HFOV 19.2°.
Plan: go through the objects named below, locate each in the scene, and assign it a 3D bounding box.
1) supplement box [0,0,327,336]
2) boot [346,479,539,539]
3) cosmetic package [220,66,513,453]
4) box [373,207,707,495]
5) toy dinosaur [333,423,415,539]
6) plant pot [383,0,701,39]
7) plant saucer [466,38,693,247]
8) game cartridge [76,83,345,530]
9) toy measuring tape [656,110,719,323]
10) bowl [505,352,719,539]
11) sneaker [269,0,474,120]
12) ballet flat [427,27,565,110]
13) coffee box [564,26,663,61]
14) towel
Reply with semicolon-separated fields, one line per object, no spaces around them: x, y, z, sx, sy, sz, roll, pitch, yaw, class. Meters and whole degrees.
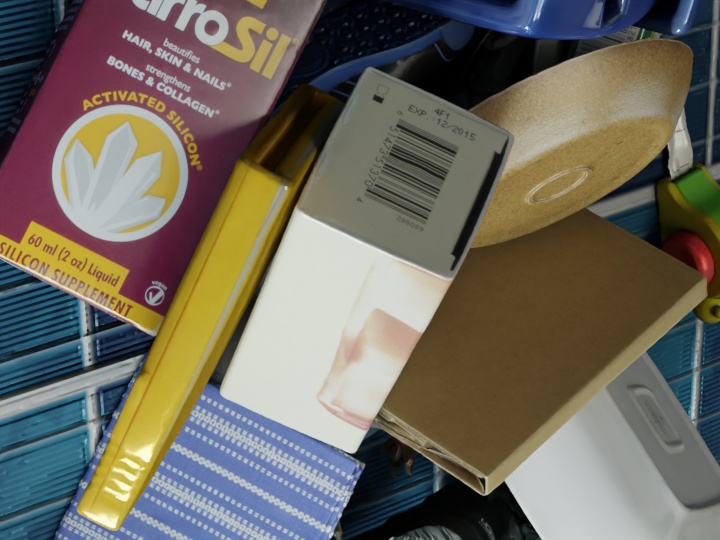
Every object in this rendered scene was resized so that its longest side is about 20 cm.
-0.109;-0.082;1.075;0.110;0.086;0.201;27;89;-13;supplement box
0.028;0.177;1.315;0.074;0.198;0.162;64;27;0;boot
0.000;0.000;1.114;0.200;0.087;0.104;117;-3;-58;cosmetic package
0.078;0.029;1.245;0.200;0.163;0.021;-38;143;-29;box
-0.042;0.094;1.266;0.181;0.105;0.201;7;67;-30;toy dinosaur
0.096;-0.233;1.150;0.179;0.200;0.201;0;107;-48;plant pot
0.105;-0.062;1.202;0.200;0.036;0.200;-24;165;-7;plant saucer
-0.074;0.013;1.076;0.032;0.176;0.200;29;108;-1;game cartridge
0.235;-0.050;1.423;0.073;0.073;0.201;-27;124;-30;toy measuring tape
0.153;0.108;1.308;0.075;0.200;0.200;-37;164;19;bowl
-0.014;-0.088;1.199;0.200;0.070;0.078;-31;128;-19;sneaker
0.071;-0.102;1.262;0.073;0.073;0.200;39;81;-43;ballet flat
0.175;-0.194;1.291;0.123;0.044;0.201;-10;119;-77;coffee box
-0.100;0.165;1.190;0.201;0.144;0.024;-64;169;-1;towel
